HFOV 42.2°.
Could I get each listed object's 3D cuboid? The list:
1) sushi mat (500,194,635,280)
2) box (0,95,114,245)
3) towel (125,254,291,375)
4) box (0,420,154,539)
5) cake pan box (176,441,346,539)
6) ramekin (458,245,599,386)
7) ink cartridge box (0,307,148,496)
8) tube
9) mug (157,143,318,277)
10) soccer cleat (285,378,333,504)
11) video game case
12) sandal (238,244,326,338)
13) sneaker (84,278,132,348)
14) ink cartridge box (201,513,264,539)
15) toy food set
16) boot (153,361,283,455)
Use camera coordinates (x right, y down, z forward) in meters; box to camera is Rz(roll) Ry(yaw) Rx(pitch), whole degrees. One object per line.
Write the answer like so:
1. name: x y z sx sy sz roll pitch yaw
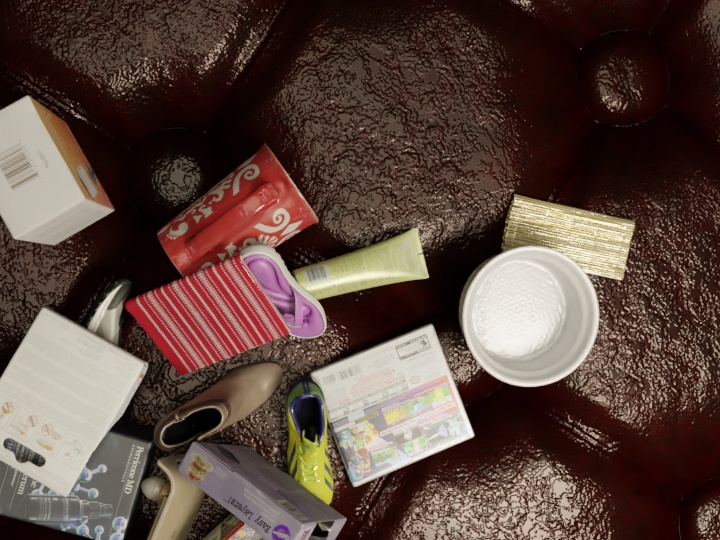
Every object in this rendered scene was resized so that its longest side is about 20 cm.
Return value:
1. sushi mat: 0.317 -0.050 1.426 0.198 0.012 0.096 12 89 -5
2. box: -0.431 -0.128 1.260 0.106 0.200 0.153 -30 92 -4
3. towel: -0.213 0.064 1.301 0.199 0.023 0.145 -21 120 21
4. box: -0.401 0.277 1.305 0.199 0.107 0.150 16 87 -6
5. cake pan box: -0.126 0.306 1.263 0.199 0.184 0.053 31 90 20
6. ramekin: 0.238 0.063 1.369 0.199 0.098 0.202 0 93 -5
7. ink cartridge box: -0.403 0.175 1.252 0.161 0.050 0.201 29 82 0
8. tube: 0.000 0.000 1.381 0.199 0.052 0.058 -16 135 -9
9. mug: -0.182 -0.076 1.305 0.199 0.178 0.134 -35 66 0
10. soccer cleat: -0.074 0.257 1.343 0.064 0.084 0.202 -7 100 -8
11. video game case: 0.048 0.200 1.393 0.199 0.023 0.183 -21 91 -6
12. sandal: -0.116 0.045 1.315 0.082 0.050 0.203 -17 134 20
13. sneaker: -0.364 0.107 1.335 0.079 0.074 0.201 21 93 -14
14. ink cartridge box: -0.174 0.383 1.278 0.109 0.200 0.050 -42 93 -5
15. toy food set: -0.285 0.355 1.299 0.060 0.143 0.201 22 88 12
16. boot: -0.196 0.193 1.306 0.199 0.146 0.071 -32 90 -6
